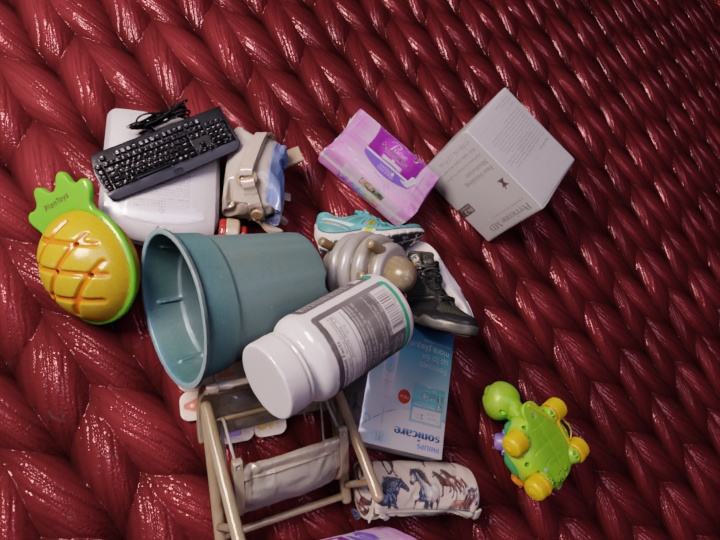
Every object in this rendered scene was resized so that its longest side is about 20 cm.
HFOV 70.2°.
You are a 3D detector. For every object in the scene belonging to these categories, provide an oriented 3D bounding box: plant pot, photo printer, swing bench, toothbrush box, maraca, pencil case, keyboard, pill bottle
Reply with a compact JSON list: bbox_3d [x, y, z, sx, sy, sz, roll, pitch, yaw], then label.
[{"bbox_3d":[-0.161,0.032,0.689,0.196,0.200,0.201,-12,77,-39],"label":"plant pot"},{"bbox_3d":[-0.294,-0.131,0.763,0.166,0.069,0.201,3,71,-22],"label":"photo printer"},{"bbox_3d":[-0.101,0.233,0.682,0.198,0.130,0.201,-6,70,-29],"label":"swing bench"},{"bbox_3d":[0.057,0.183,0.811,0.146,0.085,0.201,20,66,-19],"label":"toothbrush box"},{"bbox_3d":[-0.360,-0.026,0.664,0.200,0.137,0.107,65,16,-1],"label":"maraca"},{"bbox_3d":[0.086,0.334,0.772,0.199,0.078,0.090,11,41,-22],"label":"pencil case"},{"bbox_3d":[-0.279,-0.183,0.719,0.200,0.040,0.104,-30,82,-22],"label":"keyboard"},{"bbox_3d":[-0.037,0.090,0.638,0.200,0.113,0.113,-27,85,-37],"label":"pill bottle"}]

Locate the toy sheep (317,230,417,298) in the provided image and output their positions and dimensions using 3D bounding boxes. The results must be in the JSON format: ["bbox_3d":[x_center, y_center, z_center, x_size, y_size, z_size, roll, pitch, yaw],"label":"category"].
[{"bbox_3d":[0.000,0.000,0.795,0.138,0.200,0.138,-16,110,-49],"label":"toy sheep"}]

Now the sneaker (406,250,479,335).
[{"bbox_3d":[0.111,0.031,0.814,0.076,0.199,0.115,16,96,-40],"label":"sneaker"}]

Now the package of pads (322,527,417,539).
[{"bbox_3d":[-0.021,0.395,0.668,0.199,0.120,0.076,1,71,-25],"label":"package of pads"}]

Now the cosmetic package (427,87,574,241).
[{"bbox_3d":[0.265,-0.201,0.999,0.200,0.165,0.165,44,60,-4],"label":"cosmetic package"}]

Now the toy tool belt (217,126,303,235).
[{"bbox_3d":[-0.151,-0.119,0.797,0.123,0.125,0.201,7,66,-16],"label":"toy tool belt"}]

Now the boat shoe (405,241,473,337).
[{"bbox_3d":[0.141,0.032,0.896,0.069,0.072,0.200,40,12,-50],"label":"boat shoe"}]

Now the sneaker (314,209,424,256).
[{"bbox_3d":[0.018,-0.072,0.888,0.199,0.078,0.080,-1,61,-21],"label":"sneaker"}]

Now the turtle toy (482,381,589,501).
[{"bbox_3d":[0.283,0.280,0.873,0.146,0.101,0.200,-24,83,-30],"label":"turtle toy"}]

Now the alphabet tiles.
[{"bbox_3d":[-0.167,0.146,0.758,0.195,0.015,0.201,-2,74,-26],"label":"alphabet tiles"}]

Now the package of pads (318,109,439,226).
[{"bbox_3d":[0.035,-0.187,0.937,0.200,0.076,0.121,39,62,-8],"label":"package of pads"}]
